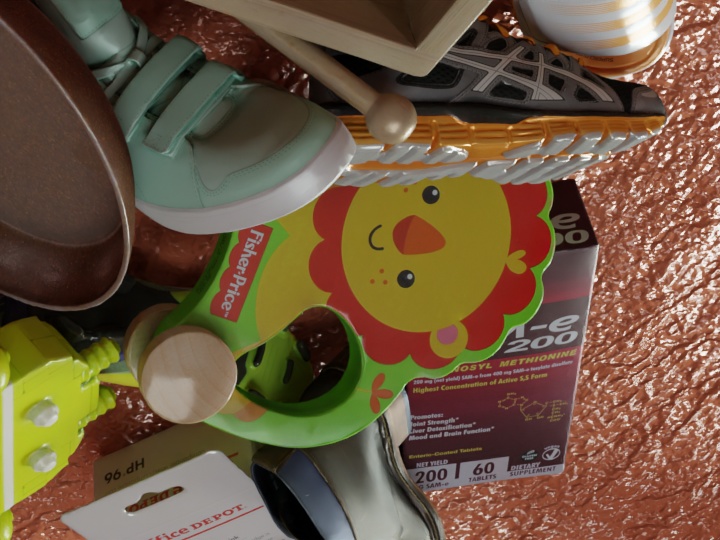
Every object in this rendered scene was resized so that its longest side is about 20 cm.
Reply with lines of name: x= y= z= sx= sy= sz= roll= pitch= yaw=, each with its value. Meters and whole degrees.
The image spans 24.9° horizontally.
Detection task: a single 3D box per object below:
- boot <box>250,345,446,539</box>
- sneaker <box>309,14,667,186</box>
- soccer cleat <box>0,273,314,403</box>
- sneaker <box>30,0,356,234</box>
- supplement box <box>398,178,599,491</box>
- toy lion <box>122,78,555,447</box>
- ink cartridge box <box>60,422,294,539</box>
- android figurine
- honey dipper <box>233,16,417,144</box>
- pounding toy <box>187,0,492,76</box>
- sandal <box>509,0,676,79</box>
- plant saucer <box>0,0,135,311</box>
boot: x=-0.011 y=0.148 z=0.964 sx=0.097 sy=0.075 sz=0.200 roll=-40 pitch=129 yaw=-34
sneaker: x=0.064 y=-0.086 z=0.782 sx=0.200 sy=0.077 sz=0.078 roll=-1 pitch=164 yaw=-31
soccer cleat: x=-0.114 y=0.041 z=0.921 sx=0.200 sy=0.065 sz=0.084 roll=20 pitch=155 yaw=-36
sneaker: x=-0.100 y=-0.087 z=0.712 sx=0.200 sy=0.074 sz=0.118 roll=14 pitch=143 yaw=36
supplement box: x=0.072 y=0.043 z=0.961 sx=0.109 sy=0.061 sz=0.200 roll=-7 pitch=135 yaw=-8
toy lion: x=0.000 y=0.000 z=0.834 sx=0.191 sy=0.069 sz=0.200 roll=21 pitch=95 yaw=-20
ink cartridge box: x=-0.085 y=0.149 z=1.007 sx=0.116 sy=0.068 sz=0.200 roll=-25 pitch=138 yaw=16
android figurine: x=-0.203 y=0.096 z=0.805 sx=0.200 sy=0.041 sz=0.182 roll=-31 pitch=155 yaw=-32
honey dipper: x=-0.057 y=-0.121 z=0.705 sx=0.200 sy=0.038 sz=0.038 roll=35 pitch=123 yaw=-2
pounding toy: x=-0.016 y=-0.211 z=0.649 sx=0.200 sy=0.142 sz=0.184 roll=14 pitch=136 yaw=-32
sandal: x=0.104 y=-0.155 z=0.772 sx=0.079 sy=0.059 sz=0.207 roll=-22 pitch=136 yaw=7
plant saucer: x=-0.172 y=-0.069 z=0.713 sx=0.200 sy=0.034 sz=0.200 roll=26 pitch=144 yaw=20
